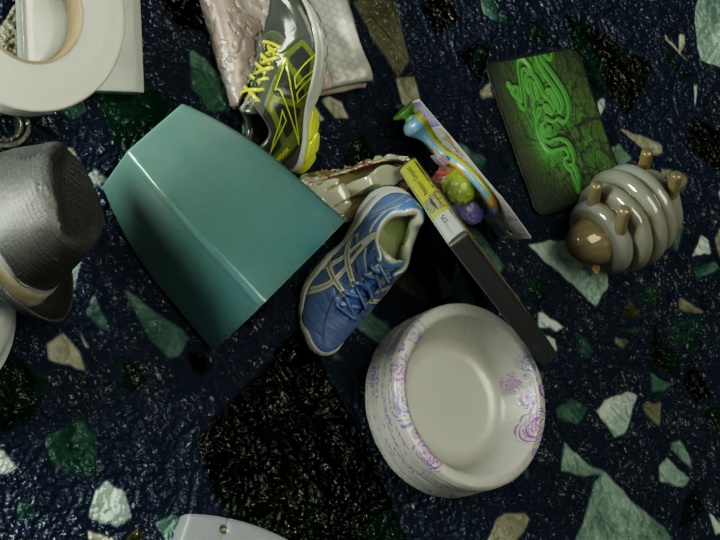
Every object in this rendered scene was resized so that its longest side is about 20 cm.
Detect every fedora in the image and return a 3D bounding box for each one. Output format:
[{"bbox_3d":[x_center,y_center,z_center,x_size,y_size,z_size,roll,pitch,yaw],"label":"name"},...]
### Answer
[{"bbox_3d":[-0.297,-0.054,1.460,0.201,0.091,0.201,54,17,-25],"label":"fedora"}]

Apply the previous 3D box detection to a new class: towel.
[{"bbox_3d":[-0.091,-0.287,1.758,0.190,0.032,0.201,-12,81,-34],"label":"towel"}]

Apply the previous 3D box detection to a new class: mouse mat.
[{"bbox_3d":[0.244,-0.175,1.951,0.160,0.008,0.201,-15,83,-35],"label":"mouse mat"}]

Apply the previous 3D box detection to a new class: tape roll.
[{"bbox_3d":[-0.327,-0.252,1.538,0.202,0.037,0.205,2,86,-34],"label":"tape roll"}]

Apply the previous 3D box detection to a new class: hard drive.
[{"bbox_3d":[-0.287,-0.283,1.605,0.131,0.026,0.202,-2,90,-33],"label":"hard drive"}]

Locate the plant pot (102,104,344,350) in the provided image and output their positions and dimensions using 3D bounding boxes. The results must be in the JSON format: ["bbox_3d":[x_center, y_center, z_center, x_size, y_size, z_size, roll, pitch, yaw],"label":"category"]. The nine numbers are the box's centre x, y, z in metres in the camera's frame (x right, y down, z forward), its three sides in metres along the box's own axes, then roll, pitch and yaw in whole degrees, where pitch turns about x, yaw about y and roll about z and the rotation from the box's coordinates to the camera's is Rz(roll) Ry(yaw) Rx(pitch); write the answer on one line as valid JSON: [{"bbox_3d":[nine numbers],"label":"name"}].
[{"bbox_3d":[-0.150,-0.056,1.585,0.200,0.141,0.141,47,56,-3],"label":"plant pot"}]

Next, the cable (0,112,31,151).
[{"bbox_3d":[-0.406,-0.136,1.495,0.199,0.050,0.098,9,66,-30],"label":"cable"}]

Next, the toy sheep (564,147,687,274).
[{"bbox_3d":[0.325,-0.068,1.892,0.199,0.138,0.139,-27,90,-24],"label":"toy sheep"}]

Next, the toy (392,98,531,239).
[{"bbox_3d":[0.103,-0.103,1.786,0.047,0.115,0.201,-38,99,-8],"label":"toy"}]

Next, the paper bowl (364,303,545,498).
[{"bbox_3d":[0.093,0.143,1.694,0.199,0.104,0.202,11,69,-29],"label":"paper bowl"}]

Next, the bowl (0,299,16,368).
[{"bbox_3d":[-0.395,0.022,1.430,0.200,0.090,0.203,11,69,-30],"label":"bowl"}]

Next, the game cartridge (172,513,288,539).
[{"bbox_3d":[-0.107,0.324,1.552,0.199,0.041,0.134,30,57,-22],"label":"game cartridge"}]

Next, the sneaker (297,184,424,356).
[{"bbox_3d":[0.000,0.000,1.670,0.075,0.077,0.201,29,87,-25],"label":"sneaker"}]

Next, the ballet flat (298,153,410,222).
[{"bbox_3d":[-0.017,-0.087,1.722,0.199,0.064,0.076,-27,91,-35],"label":"ballet flat"}]

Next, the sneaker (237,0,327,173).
[{"bbox_3d":[-0.087,-0.198,1.668,0.084,0.074,0.202,-10,107,-34],"label":"sneaker"}]

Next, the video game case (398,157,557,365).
[{"bbox_3d":[0.126,-0.011,1.704,0.025,0.181,0.200,-36,123,5],"label":"video game case"}]
